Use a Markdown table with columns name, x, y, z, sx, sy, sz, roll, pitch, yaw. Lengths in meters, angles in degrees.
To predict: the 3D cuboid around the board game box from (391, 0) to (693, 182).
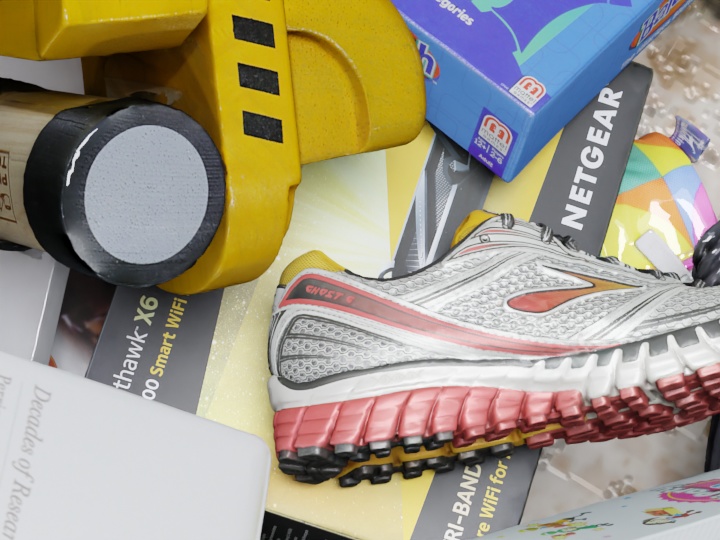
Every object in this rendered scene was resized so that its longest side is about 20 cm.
| name | x | y | z | sx | sy | sz | roll | pitch | yaw |
| --- | --- | --- | --- | --- | --- | --- | --- | --- | --- |
| board game box | 0.058 | -0.144 | 1.011 | 0.152 | 0.045 | 0.200 | 38 | 58 | 13 |

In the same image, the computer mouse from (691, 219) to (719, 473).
| name | x | y | z | sx | sy | sz | roll | pitch | yaw |
| --- | --- | --- | --- | --- | --- | --- | --- | --- | --- |
| computer mouse | 0.169 | 0.069 | 1.058 | 0.138 | 0.053 | 0.200 | -9 | 99 | -36 |

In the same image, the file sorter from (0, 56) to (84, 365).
| name | x | y | z | sx | sy | sz | roll | pitch | yaw |
| --- | --- | --- | --- | --- | --- | --- | --- | --- | --- |
| file sorter | -0.180 | -0.068 | 1.003 | 0.139 | 0.125 | 0.200 | 10 | 86 | 24 |

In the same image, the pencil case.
| name | x | y | z | sx | sy | sz | roll | pitch | yaw |
| --- | --- | --- | --- | --- | --- | --- | --- | --- | --- |
| pencil case | 0.048 | 0.013 | 1.064 | 0.200 | 0.088 | 0.088 | -21 | 77 | -9 |

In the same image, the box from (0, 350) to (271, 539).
| name | x | y | z | sx | sy | sz | roll | pitch | yaw |
| --- | --- | --- | --- | --- | --- | --- | --- | --- | --- |
| box | -0.149 | 0.154 | 0.903 | 0.171 | 0.199 | 0.200 | 19 | 48 | -14 |

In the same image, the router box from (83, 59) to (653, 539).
| name | x | y | z | sx | sy | sz | roll | pitch | yaw |
| --- | --- | --- | --- | --- | --- | --- | --- | --- | --- |
| router box | 0.000 | 0.000 | 0.995 | 0.157 | 0.052 | 0.200 | 17 | 72 | 0 |

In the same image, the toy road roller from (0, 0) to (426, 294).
| name | x | y | z | sx | sy | sz | roll | pitch | yaw |
| --- | --- | --- | --- | --- | --- | --- | --- | --- | --- |
| toy road roller | -0.063 | -0.092 | 0.907 | 0.146 | 0.123 | 0.200 | -12 | 103 | -30 |

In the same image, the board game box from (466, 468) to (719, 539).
| name | x | y | z | sx | sy | sz | roll | pitch | yaw |
| --- | --- | --- | --- | --- | --- | --- | --- | --- | --- |
| board game box | 0.136 | 0.143 | 0.967 | 0.200 | 0.064 | 0.148 | -11 | 99 | -37 |

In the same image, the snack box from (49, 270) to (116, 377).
| name | x | y | z | sx | sy | sz | roll | pitch | yaw |
| --- | --- | --- | --- | --- | --- | --- | --- | --- | --- |
| snack box | -0.152 | -0.041 | 1.092 | 0.072 | 0.024 | 0.200 | -32 | 79 | -11 |

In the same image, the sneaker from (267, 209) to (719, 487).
| name | x | y | z | sx | sy | sz | roll | pitch | yaw |
| --- | --- | --- | --- | --- | --- | --- | --- | --- | --- |
| sneaker | 0.066 | 0.013 | 0.929 | 0.200 | 0.078 | 0.082 | -8 | 75 | -8 |
